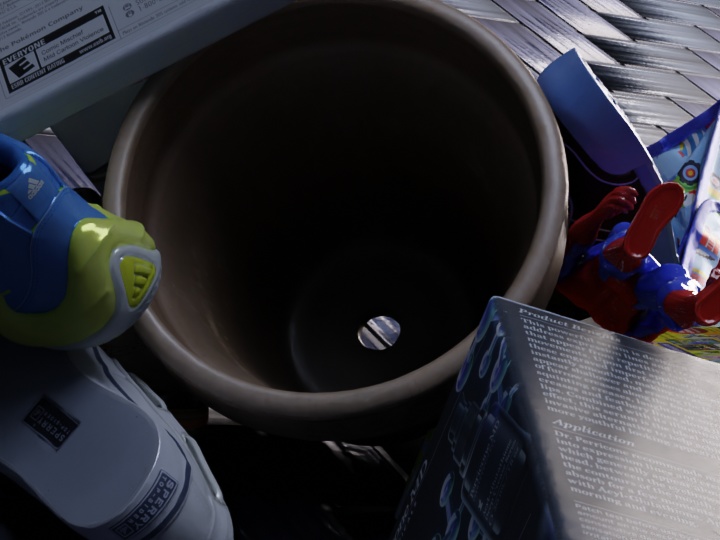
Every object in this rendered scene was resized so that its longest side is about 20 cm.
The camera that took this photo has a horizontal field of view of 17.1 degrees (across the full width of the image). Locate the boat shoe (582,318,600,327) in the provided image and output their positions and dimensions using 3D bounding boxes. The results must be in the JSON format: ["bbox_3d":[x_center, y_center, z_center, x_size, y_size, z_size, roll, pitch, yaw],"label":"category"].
[{"bbox_3d":[0.111,0.040,1.291,0.063,0.073,0.200,58,-6,-32],"label":"boat shoe"}]

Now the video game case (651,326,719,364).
[{"bbox_3d":[0.163,0.045,1.076,0.180,0.026,0.200,-1,3,-4],"label":"video game case"}]

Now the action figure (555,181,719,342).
[{"bbox_3d":[0.119,-0.001,1.006,0.065,0.052,0.200,38,-9,-2],"label":"action figure"}]

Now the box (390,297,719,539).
[{"bbox_3d":[0.081,0.126,0.882,0.107,0.149,0.200,17,21,-11],"label":"box"}]

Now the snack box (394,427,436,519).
[{"bbox_3d":[0.136,0.128,1.079,0.200,0.053,0.142,31,22,26],"label":"snack box"}]

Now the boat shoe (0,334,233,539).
[{"bbox_3d":[-0.114,0.071,0.985,0.065,0.074,0.200,44,0,-35],"label":"boat shoe"}]

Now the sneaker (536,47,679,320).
[{"bbox_3d":[0.096,-0.028,1.111,0.070,0.078,0.200,59,-1,29],"label":"sneaker"}]

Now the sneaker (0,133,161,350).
[{"bbox_3d":[-0.175,-0.020,0.990,0.200,0.105,0.076,-4,46,39],"label":"sneaker"}]

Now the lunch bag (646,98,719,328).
[{"bbox_3d":[0.194,0.029,1.272,0.151,0.094,0.200,51,24,-21],"label":"lunch bag"}]

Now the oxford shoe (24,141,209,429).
[{"bbox_3d":[-0.132,0.004,1.102,0.071,0.073,0.200,-1,31,-45],"label":"oxford shoe"}]

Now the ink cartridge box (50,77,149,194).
[{"bbox_3d":[-0.067,-0.091,1.153,0.200,0.146,0.085,57,16,-55],"label":"ink cartridge box"}]

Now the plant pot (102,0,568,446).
[{"bbox_3d":[0.000,0.000,1.072,0.200,0.200,0.175,29,-16,20],"label":"plant pot"}]

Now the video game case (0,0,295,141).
[{"bbox_3d":[-0.093,-0.161,1.071,0.022,0.200,0.182,59,5,-48],"label":"video game case"}]
